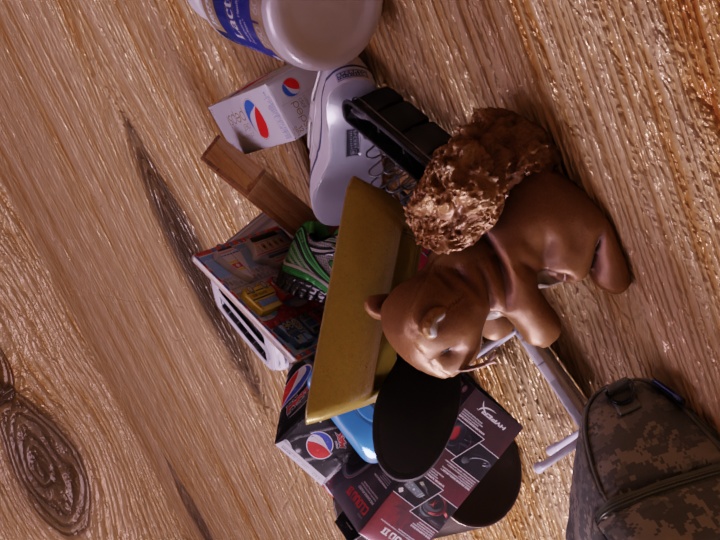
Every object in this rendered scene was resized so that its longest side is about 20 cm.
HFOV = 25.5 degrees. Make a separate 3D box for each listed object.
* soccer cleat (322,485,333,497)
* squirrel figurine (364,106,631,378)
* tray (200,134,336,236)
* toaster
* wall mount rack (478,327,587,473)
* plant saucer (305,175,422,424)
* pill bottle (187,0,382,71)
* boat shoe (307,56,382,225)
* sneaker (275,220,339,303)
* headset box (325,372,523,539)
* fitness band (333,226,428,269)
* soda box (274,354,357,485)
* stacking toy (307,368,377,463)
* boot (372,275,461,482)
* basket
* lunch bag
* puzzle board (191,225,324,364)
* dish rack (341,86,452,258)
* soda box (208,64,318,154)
[{"bbox_3d":[0.013,0.155,1.697,0.069,0.201,0.085,43,138,-15],"label":"soccer cleat"},{"bbox_3d":[0.086,-0.019,1.246,0.141,0.186,0.202,29,147,54],"label":"squirrel figurine"},{"bbox_3d":[-0.078,-0.063,1.695,0.098,0.037,0.200,38,180,44],"label":"tray"},{"bbox_3d":[-0.086,0.025,1.839,0.200,0.129,0.114,48,160,25],"label":"toaster"},{"bbox_3d":[0.158,0.111,1.462,0.201,0.074,0.174,56,-168,6],"label":"wall mount rack"},{"bbox_3d":[0.011,0.030,1.346,0.048,0.203,0.200,11,-179,11],"label":"plant saucer"},{"bbox_3d":[-0.075,-0.249,1.398,0.199,0.115,0.117,29,147,55],"label":"pill bottle"},{"bbox_3d":[-0.015,-0.129,1.518,0.201,0.073,0.066,102,157,-47],"label":"boat shoe"},{"bbox_3d":[0.000,0.000,1.567,0.198,0.078,0.086,18,96,36],"label":"sneaker"},{"bbox_3d":[0.048,0.186,1.574,0.075,0.201,0.149,38,-177,-25],"label":"headset box"},{"bbox_3d":[0.032,-0.001,1.646,0.143,0.037,0.202,32,150,51],"label":"fitness band"},{"bbox_3d":[-0.036,0.132,1.622,0.071,0.063,0.200,42,-163,-13],"label":"soda box"},{"bbox_3d":[0.009,0.096,1.572,0.116,0.109,0.200,52,180,-12],"label":"stacking toy"},{"bbox_3d":[0.059,0.115,1.372,0.068,0.202,0.175,9,151,9],"label":"boot"},{"bbox_3d":[0.076,0.221,1.726,0.135,0.182,0.199,28,163,-22],"label":"basket"},{"bbox_3d":[0.235,0.204,1.308,0.201,0.138,0.169,87,161,-51],"label":"lunch bag"},{"bbox_3d":[-0.076,0.019,1.651,0.151,0.017,0.200,45,-158,9],"label":"puzzle board"},{"bbox_3d":[0.058,-0.063,1.455,0.153,0.054,0.201,44,157,37],"label":"dish rack"},{"bbox_3d":[-0.088,-0.167,1.633,0.064,0.068,0.200,60,161,-11],"label":"soda box"}]
